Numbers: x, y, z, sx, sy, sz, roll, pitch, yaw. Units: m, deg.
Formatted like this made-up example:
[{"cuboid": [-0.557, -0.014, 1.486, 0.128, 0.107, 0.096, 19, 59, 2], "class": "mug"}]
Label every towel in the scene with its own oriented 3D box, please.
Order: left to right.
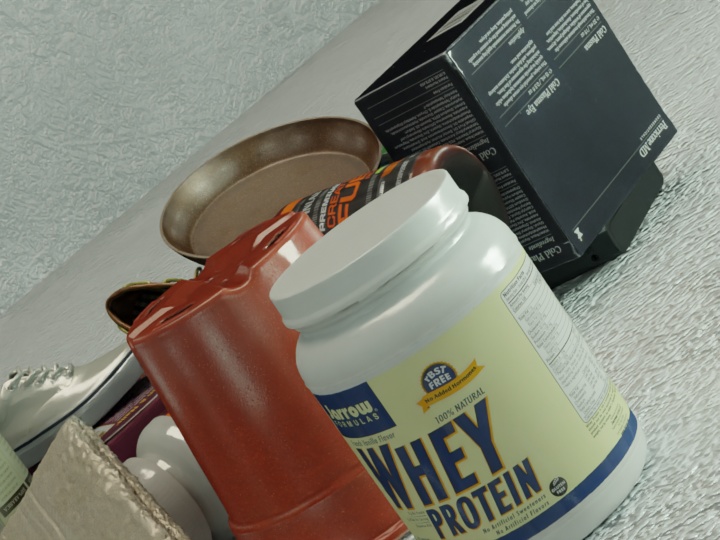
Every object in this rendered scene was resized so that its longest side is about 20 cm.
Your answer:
[{"cuboid": [-0.190, 0.202, 1.406, 0.133, 0.034, 0.200, -59, 40, 7], "class": "towel"}]

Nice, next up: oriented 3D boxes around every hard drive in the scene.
[{"cuboid": [0.141, -0.014, 1.609, 0.199, 0.033, 0.140, -29, 13, 33], "class": "hard drive"}]

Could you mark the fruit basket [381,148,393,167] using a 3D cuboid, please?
[{"cuboid": [0.124, -0.112, 1.772, 0.199, 0.094, 0.185, -27, -25, 33], "class": "fruit basket"}]

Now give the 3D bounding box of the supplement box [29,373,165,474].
[{"cuboid": [-0.193, 0.161, 1.687, 0.131, 0.104, 0.200, -42, 13, -29], "class": "supplement box"}]

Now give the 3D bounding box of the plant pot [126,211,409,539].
[{"cuboid": [-0.045, 0.080, 1.350, 0.200, 0.196, 0.201, -34, 11, 7], "class": "plant pot"}]

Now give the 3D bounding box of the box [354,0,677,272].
[{"cuboid": [0.122, -0.117, 1.529, 0.104, 0.183, 0.200, -25, 15, 43], "class": "box"}]

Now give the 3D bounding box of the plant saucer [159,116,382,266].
[{"cuboid": [-0.070, -0.059, 1.662, 0.199, 0.035, 0.201, -17, 31, 10], "class": "plant saucer"}]

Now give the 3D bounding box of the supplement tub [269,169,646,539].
[{"cuboid": [0.054, 0.060, 1.128, 0.144, 0.201, 0.145, -34, 11, 8], "class": "supplement tub"}]

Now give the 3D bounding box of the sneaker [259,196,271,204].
[{"cuboid": [-0.083, 0.039, 1.718, 0.074, 0.087, 0.201, 13, -76, -58], "class": "sneaker"}]

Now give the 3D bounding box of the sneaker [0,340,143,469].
[{"cuboid": [-0.262, 0.109, 1.658, 0.199, 0.071, 0.073, -36, 12, 6], "class": "sneaker"}]

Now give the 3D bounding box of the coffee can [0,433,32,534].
[{"cuboid": [-0.305, 0.213, 1.556, 0.146, 0.201, 0.146, -33, 11, 7], "class": "coffee can"}]

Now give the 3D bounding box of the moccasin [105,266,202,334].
[{"cuboid": [-0.128, 0.037, 1.649, 0.200, 0.077, 0.074, 13, 86, 40], "class": "moccasin"}]

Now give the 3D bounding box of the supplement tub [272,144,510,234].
[{"cuboid": [0.003, -0.014, 1.456, 0.199, 0.107, 0.107, -20, 18, 34], "class": "supplement tub"}]

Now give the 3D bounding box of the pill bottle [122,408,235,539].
[{"cuboid": [-0.099, 0.133, 1.510, 0.200, 0.110, 0.109, -42, 13, -32], "class": "pill bottle"}]
